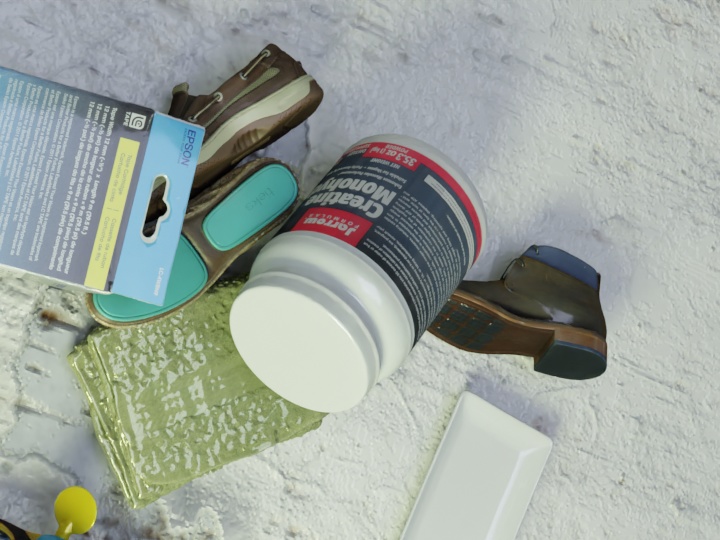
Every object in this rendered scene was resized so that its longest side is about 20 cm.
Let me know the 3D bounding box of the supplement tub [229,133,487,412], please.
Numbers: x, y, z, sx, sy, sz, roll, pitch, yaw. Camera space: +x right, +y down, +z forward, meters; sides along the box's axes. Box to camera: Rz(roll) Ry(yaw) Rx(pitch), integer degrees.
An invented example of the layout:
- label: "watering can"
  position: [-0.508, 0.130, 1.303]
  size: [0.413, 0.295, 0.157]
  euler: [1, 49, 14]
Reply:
- label: "supplement tub"
  position: [0.000, 0.000, 1.550]
  size: [0.141, 0.140, 0.200]
  euler: [54, 48, -18]

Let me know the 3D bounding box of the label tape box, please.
- label: "label tape box"
  position: [-0.231, -0.064, 1.471]
  size: [0.199, 0.066, 0.144]
  euler: [15, 81, -16]

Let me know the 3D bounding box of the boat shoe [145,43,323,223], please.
- label: "boat shoe"
  position: [-0.128, -0.110, 1.558]
  size: [0.202, 0.075, 0.075]
  euler: [-34, 82, -23]

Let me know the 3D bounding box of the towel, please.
- label: "towel"
  position: [-0.124, 0.087, 1.570]
  size: [0.199, 0.036, 0.149]
  euler: [-23, 100, -26]

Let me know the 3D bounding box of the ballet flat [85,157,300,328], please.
- label: "ballet flat"
  position: [-0.133, -0.018, 1.547]
  size: [0.199, 0.065, 0.071]
  euler: [-33, 100, -20]

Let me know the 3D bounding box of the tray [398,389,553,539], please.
- label: "tray"
  position: [0.086, 0.213, 1.693]
  size: [0.107, 0.022, 0.201]
  euler: [31, 76, -26]

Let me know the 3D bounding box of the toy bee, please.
- label: "toy bee"
  position: [-0.249, 0.211, 1.471]
  size: [0.131, 0.109, 0.200]
  euler: [-46, 142, -7]

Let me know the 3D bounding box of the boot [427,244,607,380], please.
- label: "boot"
  position: [0.124, 0.020, 1.703]
  size: [0.199, 0.075, 0.097]
  euler: [22, 54, -17]
